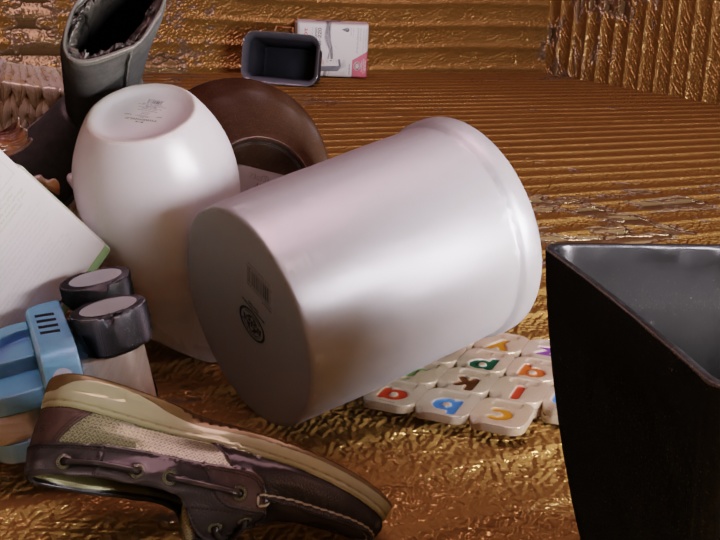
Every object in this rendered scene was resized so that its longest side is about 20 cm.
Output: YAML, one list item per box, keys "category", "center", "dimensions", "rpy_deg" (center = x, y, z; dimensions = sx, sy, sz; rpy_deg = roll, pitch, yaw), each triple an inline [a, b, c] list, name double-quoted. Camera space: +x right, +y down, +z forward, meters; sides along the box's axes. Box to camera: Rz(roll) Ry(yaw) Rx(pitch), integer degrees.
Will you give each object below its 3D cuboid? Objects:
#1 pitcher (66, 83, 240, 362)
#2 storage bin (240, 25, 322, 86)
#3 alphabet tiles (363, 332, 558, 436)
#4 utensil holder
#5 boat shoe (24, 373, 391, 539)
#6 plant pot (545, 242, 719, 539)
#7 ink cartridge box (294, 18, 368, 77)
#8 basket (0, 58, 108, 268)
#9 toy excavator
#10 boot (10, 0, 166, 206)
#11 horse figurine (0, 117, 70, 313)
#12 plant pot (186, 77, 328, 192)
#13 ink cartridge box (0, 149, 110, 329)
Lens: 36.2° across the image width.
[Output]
- category: "pitcher"
  center: [-0.171, -0.037, 0.840]
  dimensions: [0.169, 0.202, 0.122]
  rpy_deg: [6, 41, 13]
- category: "storage bin"
  center: [-0.187, -0.538, 2.782]
  dimensions: [0.198, 0.147, 0.134]
  rpy_deg: [6, 6, 9]
- category: "alphabet tiles"
  center: [0.089, 0.081, 0.843]
  dimensions: [0.198, 0.015, 0.195]
  rpy_deg: [9, 16, 20]
- category: "utensil holder"
  center: [0.000, 0.000, 0.784]
  dimensions: [0.199, 0.172, 0.169]
  rpy_deg: [-23, 28, -31]
- category: "boat shoe"
  center: [-0.083, 0.117, 0.596]
  dimensions: [0.198, 0.065, 0.073]
  rpy_deg: [18, -24, -1]
- category: "plant pot"
  center: [0.199, 0.099, 0.503]
  dimensions: [0.197, 0.180, 0.200]
  rpy_deg: [0, 15, -10]
- category: "ink cartridge box"
  center: [-0.081, -0.602, 2.985]
  dimensions: [0.197, 0.147, 0.085]
  rpy_deg: [1, 16, -6]
- category: "basket"
  center: [-0.291, -0.091, 1.050]
  dimensions: [0.159, 0.201, 0.200]
  rpy_deg: [2, 14, -19]
- category: "toy excavator"
  center: [-0.212, 0.087, 0.651]
  dimensions: [0.198, 0.101, 0.194]
  rpy_deg: [-16, 19, -16]
- category: "boot"
  center: [-0.215, -0.129, 0.846]
  dimensions: [0.072, 0.183, 0.200]
  rpy_deg: [34, -16, -14]
- category: "horse figurine"
  center: [-0.277, -0.007, 0.788]
  dimensions: [0.131, 0.203, 0.050]
  rpy_deg: [0, -3, -27]
- category: "plant pot"
  center: [-0.102, -0.077, 0.991]
  dimensions: [0.185, 0.189, 0.200]
  rpy_deg: [0, 10, -12]
- category: "ink cartridge box"
  center: [-0.267, -0.014, 0.696]
  dimensions: [0.048, 0.146, 0.200]
  rpy_deg: [19, -22, 40]
